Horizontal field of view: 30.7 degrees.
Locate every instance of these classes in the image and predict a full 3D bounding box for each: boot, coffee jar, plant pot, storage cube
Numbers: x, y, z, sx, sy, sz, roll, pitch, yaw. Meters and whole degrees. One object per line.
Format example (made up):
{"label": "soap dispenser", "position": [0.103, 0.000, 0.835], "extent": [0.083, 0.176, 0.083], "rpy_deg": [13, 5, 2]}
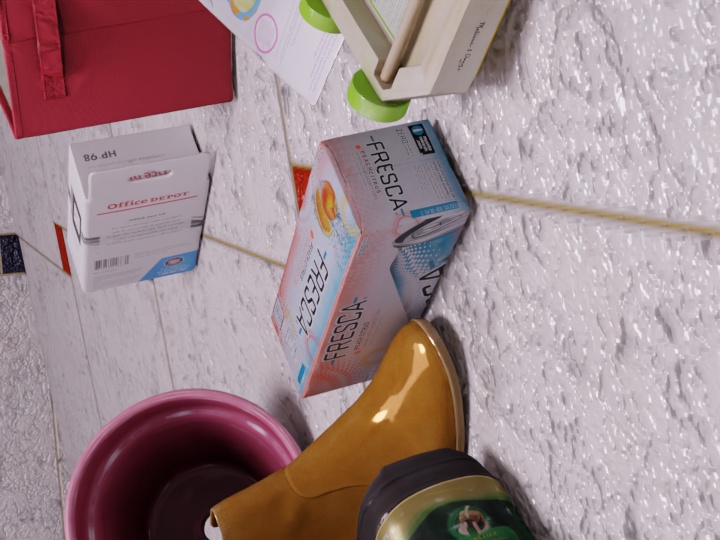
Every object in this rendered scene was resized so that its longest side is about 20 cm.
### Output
{"label": "boot", "position": [-0.019, 0.123, 0.785], "extent": [0.071, 0.143, 0.202], "rpy_deg": [-124, 29, -42]}
{"label": "coffee jar", "position": [0.068, 0.186, 0.677], "extent": [0.200, 0.085, 0.105], "rpy_deg": [-129, 32, -51]}
{"label": "plant pot", "position": [-0.134, 0.213, 1.110], "extent": [0.179, 0.199, 0.201], "rpy_deg": [90, 162, -74]}
{"label": "storage cube", "position": [-0.211, -0.232, 1.030], "extent": [0.200, 0.179, 0.172], "rpy_deg": [-124, 29, -47]}

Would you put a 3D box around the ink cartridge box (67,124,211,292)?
{"label": "ink cartridge box", "position": [-0.208, -0.067, 1.217], "extent": [0.200, 0.115, 0.067], "rpy_deg": [111, 142, -56]}

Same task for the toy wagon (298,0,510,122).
{"label": "toy wagon", "position": [0.011, -0.179, 0.644], "extent": [0.200, 0.039, 0.156], "rpy_deg": [63, 145, 34]}

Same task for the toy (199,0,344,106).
{"label": "toy", "position": [-0.049, -0.198, 0.787], "extent": [0.200, 0.047, 0.116], "rpy_deg": [44, 123, 34]}

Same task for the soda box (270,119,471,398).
{"label": "soda box", "position": [0.000, 0.000, 0.767], "extent": [0.200, 0.068, 0.064], "rpy_deg": [111, 141, -58]}
